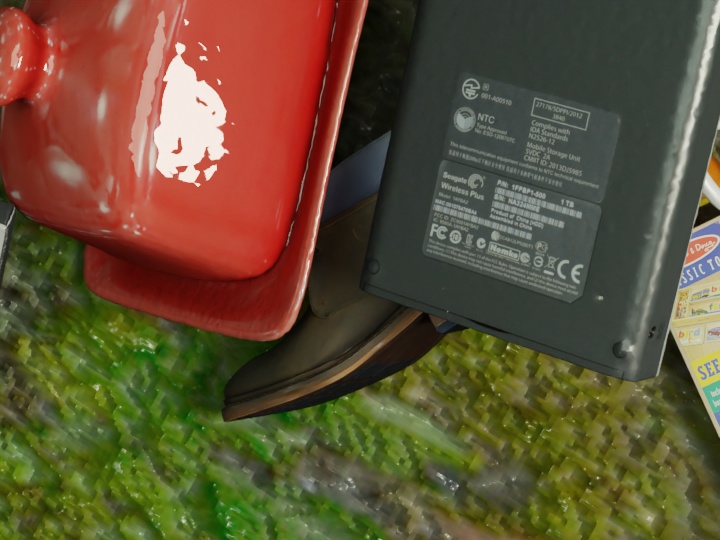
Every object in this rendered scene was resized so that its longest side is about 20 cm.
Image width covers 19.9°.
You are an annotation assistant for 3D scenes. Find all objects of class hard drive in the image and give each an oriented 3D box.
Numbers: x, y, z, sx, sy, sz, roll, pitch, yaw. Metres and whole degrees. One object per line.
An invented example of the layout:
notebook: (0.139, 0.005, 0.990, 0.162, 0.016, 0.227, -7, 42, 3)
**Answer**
hard drive: (0.081, -0.071, 0.859, 0.139, 0.033, 0.202, 19, 103, 29)

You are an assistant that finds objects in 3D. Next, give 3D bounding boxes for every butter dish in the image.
butter dish: (-0.108, -0.084, 0.944, 0.199, 0.147, 0.202, 13, 90, 53)

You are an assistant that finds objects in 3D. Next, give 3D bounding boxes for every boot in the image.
boot: (0.000, 0.000, 0.973, 0.199, 0.074, 0.098, -28, 78, 30)

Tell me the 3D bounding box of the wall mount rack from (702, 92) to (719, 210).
wall mount rack: (0.176, -0.130, 0.920, 0.074, 0.173, 0.202, -28, 78, 41)

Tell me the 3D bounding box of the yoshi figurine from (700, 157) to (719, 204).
yoshi figurine: (0.087, -0.107, 0.963, 0.112, 0.112, 0.201, -24, 96, 48)

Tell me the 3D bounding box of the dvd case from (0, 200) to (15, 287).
dvd case: (-0.256, 0.035, 0.995, 0.149, 0.025, 0.201, 14, 124, -6)

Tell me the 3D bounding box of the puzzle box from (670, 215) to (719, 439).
puzzle box: (0.240, 0.010, 0.929, 0.199, 0.025, 0.134, -27, 82, 21)
